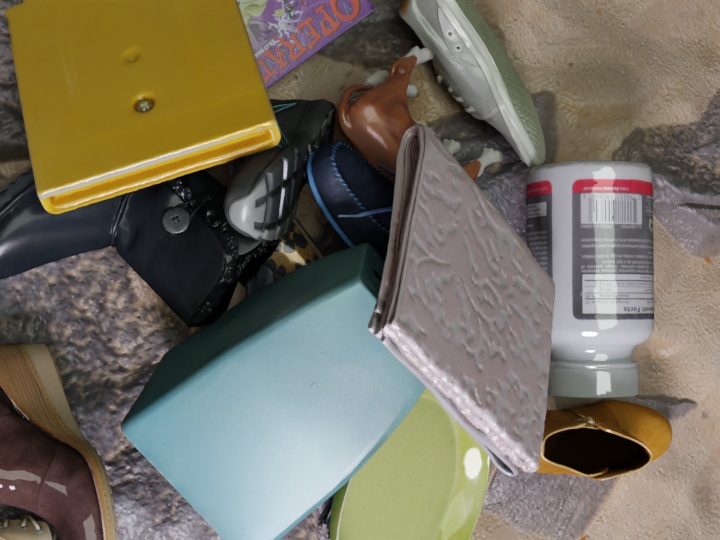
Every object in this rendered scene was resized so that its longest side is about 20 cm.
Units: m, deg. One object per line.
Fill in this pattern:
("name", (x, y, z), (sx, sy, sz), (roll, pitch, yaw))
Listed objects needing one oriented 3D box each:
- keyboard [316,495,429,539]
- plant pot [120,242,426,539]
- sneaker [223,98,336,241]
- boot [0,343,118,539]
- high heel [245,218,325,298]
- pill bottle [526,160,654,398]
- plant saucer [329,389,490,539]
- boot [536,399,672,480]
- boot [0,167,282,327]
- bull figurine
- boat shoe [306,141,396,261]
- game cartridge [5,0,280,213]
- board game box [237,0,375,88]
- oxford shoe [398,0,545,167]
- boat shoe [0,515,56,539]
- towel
("keyboard", (0.017, 0.206, 0.965), (0.104, 0.040, 0.201), (13, 83, -19))
("plant pot", (-0.044, 0.082, 0.852), (0.200, 0.141, 0.141), (-38, 102, 14))
("sneaker", (-0.077, -0.082, 0.879), (0.079, 0.200, 0.076), (15, 117, 6))
("boot", (-0.278, 0.150, 0.820), (0.166, 0.072, 0.200), (-14, 65, -32))
("high heel", (0.000, 0.000, 0.946), (0.199, 0.071, 0.143), (-3, 96, -10))
("pill bottle", (0.201, 0.009, 0.996), (0.110, 0.111, 0.201), (1, 88, -19))
("plant saucer", (0.037, 0.184, 0.930), (0.200, 0.031, 0.201), (-19, 115, -45))
("boot", (0.215, 0.152, 0.979), (0.200, 0.144, 0.071), (3, 88, -19))
("boot", (-0.179, -0.017, 0.864), (0.168, 0.076, 0.200), (45, 68, 8))
("bull figurine", (0.054, -0.086, 0.959), (0.200, 0.065, 0.122), (54, 52, -30))
("boat shoe", (0.042, -0.037, 0.894), (0.200, 0.069, 0.084), (39, 43, -33))
("game cartridge", (-0.167, -0.150, 0.849), (0.176, 0.032, 0.201), (-17, 57, -3))
("board game box", (-0.098, -0.211, 0.946), (0.200, 0.032, 0.120), (-39, 105, -16))
("oxford shoe", (0.100, -0.172, 0.999), (0.058, 0.075, 0.200), (-28, 110, 24))
("boat shoe", (-0.263, 0.219, 0.857), (0.200, 0.076, 0.072), (44, 69, -19))
("towel", (0.080, 0.022, 0.827), (0.200, 0.032, 0.192), (47, 40, -35))
